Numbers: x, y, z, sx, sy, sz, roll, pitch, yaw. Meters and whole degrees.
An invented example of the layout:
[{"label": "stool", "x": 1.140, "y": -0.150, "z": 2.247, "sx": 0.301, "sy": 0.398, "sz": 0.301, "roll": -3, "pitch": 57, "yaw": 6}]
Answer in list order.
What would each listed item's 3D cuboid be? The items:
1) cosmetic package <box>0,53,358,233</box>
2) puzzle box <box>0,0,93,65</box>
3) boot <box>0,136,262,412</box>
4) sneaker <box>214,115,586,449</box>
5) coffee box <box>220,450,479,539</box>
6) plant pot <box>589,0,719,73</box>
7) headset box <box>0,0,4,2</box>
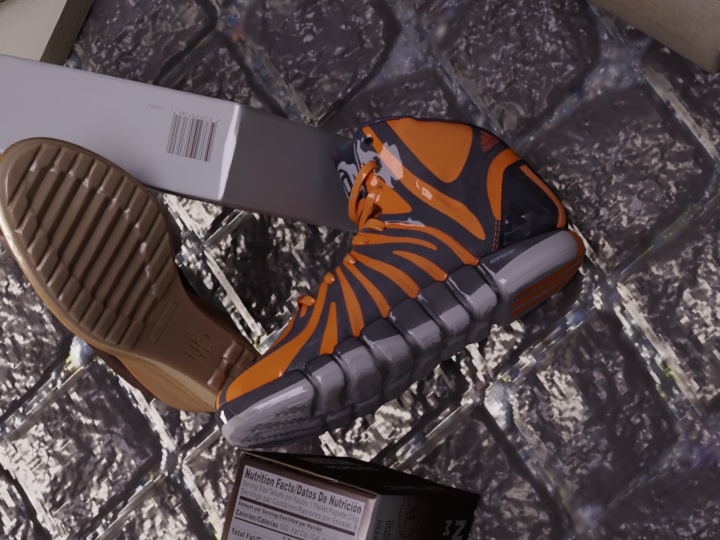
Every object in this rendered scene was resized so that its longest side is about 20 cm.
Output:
[{"label": "cosmetic package", "x": -0.110, "y": -0.067, "z": 1.171, "sx": 0.199, "sy": 0.151, "sz": 0.052, "roll": 13, "pitch": 93, "yaw": 28}, {"label": "puzzle box", "x": -0.244, "y": -0.161, "z": 1.320, "sx": 0.200, "sy": 0.025, "sz": 0.133, "roll": 31, "pitch": 100, "yaw": 26}, {"label": "boot", "x": -0.143, "y": -0.002, "z": 1.139, "sx": 0.166, "sy": 0.200, "sz": 0.072, "roll": 19, "pitch": 67, "yaw": 51}, {"label": "sneaker", "x": 0.000, "y": 0.000, "z": 1.118, "sx": 0.200, "sy": 0.078, "sz": 0.112, "roll": -29, "pitch": 73, "yaw": -16}, {"label": "coffee box", "x": -0.022, "y": 0.194, "z": 1.122, "sx": 0.079, "sy": 0.114, "sz": 0.201, "roll": 14, "pitch": 91, "yaw": 27}, {"label": "plant pot", "x": 0.133, "y": -0.194, "z": 1.050, "sx": 0.183, "sy": 0.200, "sz": 0.201, "roll": 39, "pitch": 104, "yaw": 13}, {"label": "headset box", "x": -0.195, "y": -0.266, "z": 1.247, "sx": 0.174, "sy": 0.093, "sz": 0.201, "roll": -24, "pitch": 69, "yaw": 17}]
